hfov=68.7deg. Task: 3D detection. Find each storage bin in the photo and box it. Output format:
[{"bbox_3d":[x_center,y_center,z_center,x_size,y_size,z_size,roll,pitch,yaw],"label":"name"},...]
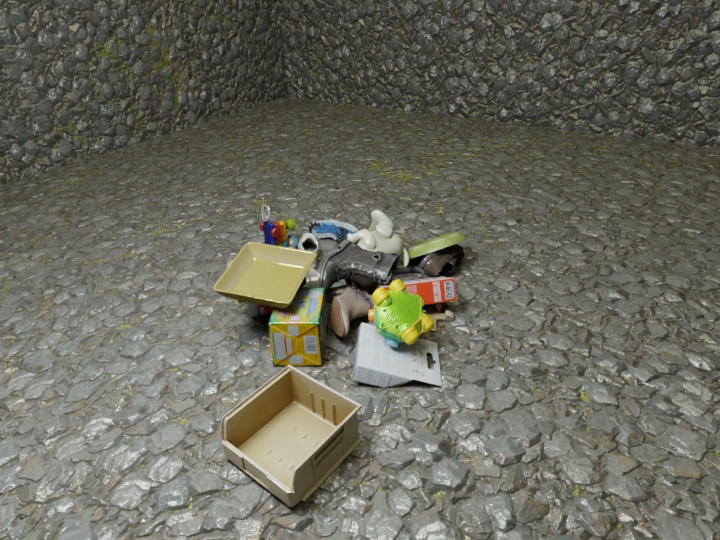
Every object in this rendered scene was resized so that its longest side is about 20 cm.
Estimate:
[{"bbox_3d":[-0.131,0.306,1.001,0.197,0.096,0.197,20,36,33],"label":"storage bin"}]

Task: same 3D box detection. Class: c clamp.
[{"bbox_3d":[0.141,0.024,1.538,0.194,0.028,0.172,-2,30,-1],"label":"c clamp"}]

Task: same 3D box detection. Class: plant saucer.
[{"bbox_3d":[0.227,-0.081,1.612,0.196,0.032,0.200,-19,3,1],"label":"plant saucer"},{"bbox_3d":[-0.225,0.018,1.280,0.195,0.049,0.201,9,38,12],"label":"plant saucer"}]

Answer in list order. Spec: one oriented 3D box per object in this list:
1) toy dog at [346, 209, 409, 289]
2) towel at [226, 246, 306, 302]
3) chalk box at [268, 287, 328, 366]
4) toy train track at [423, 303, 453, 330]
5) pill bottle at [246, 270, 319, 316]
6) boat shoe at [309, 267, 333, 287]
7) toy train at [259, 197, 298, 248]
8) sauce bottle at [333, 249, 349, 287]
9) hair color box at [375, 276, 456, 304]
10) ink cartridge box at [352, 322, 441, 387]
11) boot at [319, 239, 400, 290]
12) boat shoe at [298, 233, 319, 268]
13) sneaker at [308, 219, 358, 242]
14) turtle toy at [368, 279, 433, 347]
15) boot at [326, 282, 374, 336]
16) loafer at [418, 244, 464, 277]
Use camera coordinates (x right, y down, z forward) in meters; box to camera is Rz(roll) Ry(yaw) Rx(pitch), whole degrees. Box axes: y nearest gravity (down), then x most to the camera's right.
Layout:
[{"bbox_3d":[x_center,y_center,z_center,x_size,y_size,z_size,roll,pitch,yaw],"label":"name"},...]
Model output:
[{"bbox_3d":[0.031,-0.036,1.524,0.193,0.139,0.201,42,49,-4],"label":"toy dog"},{"bbox_3d":[-0.246,0.007,1.364,0.195,0.037,0.150,-12,45,-13],"label":"towel"},{"bbox_3d":[-0.146,0.122,1.293,0.120,0.127,0.201,-1,29,2],"label":"chalk box"},{"bbox_3d":[0.146,0.110,1.383,0.195,0.033,0.115,0,30,7],"label":"toy train track"},{"bbox_3d":[-0.209,0.056,1.423,0.195,0.115,0.113,-7,30,-9],"label":"pill bottle"},{"bbox_3d":[-0.160,0.025,1.533,0.198,0.071,0.065,29,76,31],"label":"boat shoe"},{"bbox_3d":[-0.257,-0.144,1.689,0.114,0.205,0.084,-20,33,-37],"label":"toy train"},{"bbox_3d":[-0.049,-0.010,1.575,0.064,0.067,0.201,0,30,3],"label":"sauce bottle"},{"bbox_3d":[0.145,0.059,1.402,0.195,0.066,0.111,-8,2,-6],"label":"hair color box"},{"bbox_3d":[0.083,0.208,1.226,0.196,0.058,0.164,19,29,-6],"label":"ink cartridge box"},{"bbox_3d":[0.000,0.000,1.369,0.171,0.070,0.201,19,52,19],"label":"boot"},{"bbox_3d":[-0.162,-0.078,1.687,0.069,0.071,0.201,4,30,-11],"label":"boat shoe"},{"bbox_3d":[-0.077,-0.145,1.807,0.196,0.077,0.086,15,28,28],"label":"sneaker"},{"bbox_3d":[0.095,0.107,1.250,0.147,0.101,0.199,52,36,12],"label":"turtle toy"},{"bbox_3d":[-0.014,0.100,1.366,0.143,0.071,0.201,6,33,-27],"label":"boot"},{"bbox_3d":[0.252,-0.020,1.570,0.198,0.074,0.071,-21,63,-43],"label":"loafer"}]
